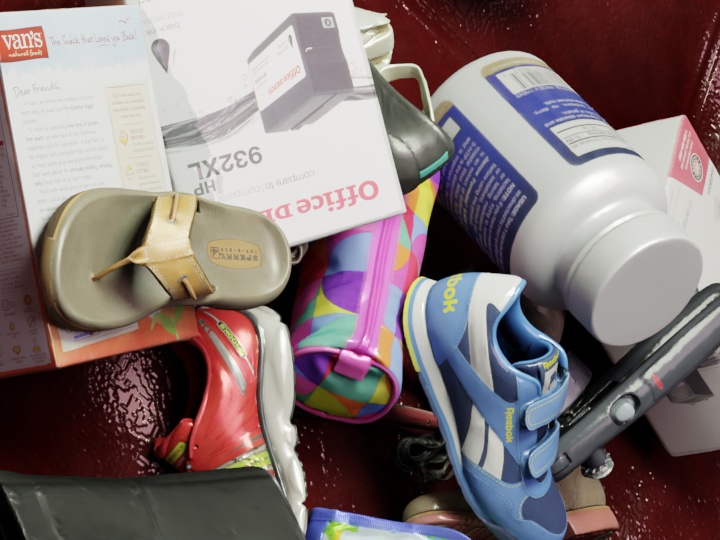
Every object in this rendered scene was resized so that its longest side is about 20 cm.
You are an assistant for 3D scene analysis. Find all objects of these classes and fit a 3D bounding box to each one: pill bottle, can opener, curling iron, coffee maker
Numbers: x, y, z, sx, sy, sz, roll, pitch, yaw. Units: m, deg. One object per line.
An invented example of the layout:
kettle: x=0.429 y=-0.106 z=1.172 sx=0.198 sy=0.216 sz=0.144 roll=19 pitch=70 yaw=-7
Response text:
pill bottle: x=0.132 y=-0.045 z=1.760 sx=0.120 sy=0.120 sz=0.200 roll=5 pitch=34 yaw=-42
can opener: x=0.183 y=0.072 z=1.771 sx=0.200 sy=0.063 sz=0.079 roll=-34 pitch=114 yaw=-13
curling iron: x=-0.008 y=0.097 z=1.726 sx=0.200 sy=0.026 sz=0.050 roll=22 pitch=59 yaw=-37
coffee maker: x=-0.136 y=0.163 z=1.503 sx=0.200 sy=0.135 sz=0.192 roll=2 pitch=74 yaw=-43

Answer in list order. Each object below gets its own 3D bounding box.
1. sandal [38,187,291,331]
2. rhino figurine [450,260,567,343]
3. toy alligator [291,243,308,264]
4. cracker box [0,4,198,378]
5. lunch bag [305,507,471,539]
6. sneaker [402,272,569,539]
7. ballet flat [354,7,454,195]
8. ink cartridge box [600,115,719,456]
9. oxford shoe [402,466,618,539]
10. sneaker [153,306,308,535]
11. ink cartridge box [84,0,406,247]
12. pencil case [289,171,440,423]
sandal: x=-0.101 y=-0.010 z=1.497 sx=0.200 sy=0.054 sz=0.080 roll=-1 pitch=82 yaw=-49
rhino figurine: x=0.105 y=0.029 z=1.835 sx=0.088 sy=0.060 sz=0.200 roll=58 pitch=40 yaw=-11
toy alligator: x=-0.100 y=-0.088 z=1.687 sx=0.059 sy=0.054 sz=0.200 roll=-35 pitch=101 yaw=-17
cracker box: x=-0.169 y=-0.048 z=1.512 sx=0.134 sy=0.058 sz=0.200 roll=-11 pitch=92 yaw=-56
lunch bag: x=0.039 y=0.254 z=1.655 sx=0.200 sy=0.127 sz=0.170 roll=22 pitch=62 yaw=-23
sneaker: x=0.096 y=0.091 z=1.684 sx=0.200 sy=0.082 sz=0.074 roll=67 pitch=24 yaw=-17
ballet flat: x=0.000 y=-0.125 z=1.733 sx=0.068 sy=0.068 sz=0.200 roll=-22 pitch=56 yaw=-15
ink cartridge box: x=0.227 y=0.013 z=1.900 sx=0.200 sy=0.085 sz=0.146 roll=58 pitch=35 yaw=-32
oxford shoe: x=0.091 y=0.153 z=1.780 sx=0.200 sy=0.070 sz=0.075 roll=6 pitch=62 yaw=-51
sneaker: x=-0.084 y=0.120 z=1.629 sx=0.085 sy=0.077 sz=0.200 roll=-2 pitch=78 yaw=-20
ink cartridge box: x=-0.072 y=-0.110 z=1.622 sx=0.145 sy=0.084 sz=0.200 roll=-17 pitch=96 yaw=-21
pencil case: x=0.000 y=0.000 z=1.714 sx=0.088 sy=0.088 sz=0.200 roll=35 pitch=47 yaw=-30
